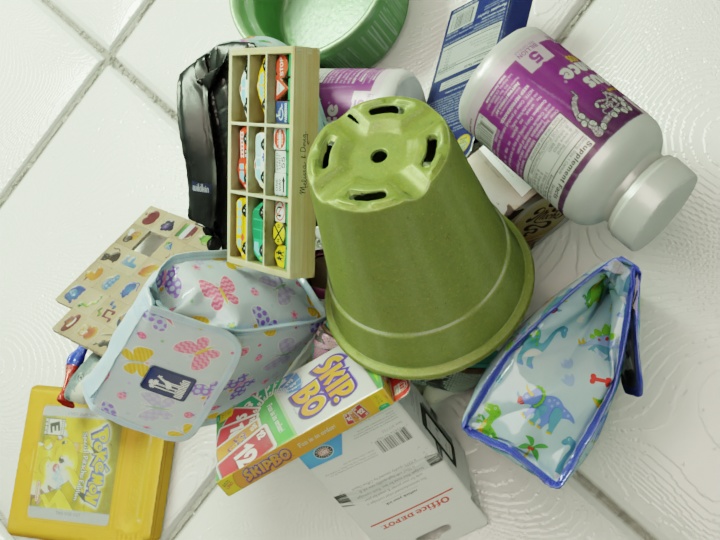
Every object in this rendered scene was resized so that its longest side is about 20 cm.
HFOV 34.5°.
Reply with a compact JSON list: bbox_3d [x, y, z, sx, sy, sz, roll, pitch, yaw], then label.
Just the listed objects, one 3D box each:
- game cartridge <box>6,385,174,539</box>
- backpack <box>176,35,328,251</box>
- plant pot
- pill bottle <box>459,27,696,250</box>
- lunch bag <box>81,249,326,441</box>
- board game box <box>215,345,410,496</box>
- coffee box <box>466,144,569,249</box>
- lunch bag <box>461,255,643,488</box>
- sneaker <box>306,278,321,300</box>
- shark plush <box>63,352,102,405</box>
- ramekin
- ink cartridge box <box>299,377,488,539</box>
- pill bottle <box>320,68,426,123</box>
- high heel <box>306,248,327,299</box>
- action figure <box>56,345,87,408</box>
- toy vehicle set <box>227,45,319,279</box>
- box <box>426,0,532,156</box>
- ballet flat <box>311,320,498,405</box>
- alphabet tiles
[{"bbox_3d":[-0.308,0.226,1.333,0.198,0.032,0.178,0,76,26],"label":"game cartridge"},{"bbox_3d":[-0.103,-0.134,1.172,0.165,0.127,0.202,-17,96,18],"label":"backpack"},{"bbox_3d":[0.037,-0.042,0.995,0.198,0.191,0.202,-10,51,12],"label":"plant pot"},{"bbox_3d":[0.191,-0.113,1.015,0.200,0.112,0.112,43,96,19],"label":"pill bottle"},{"bbox_3d":[-0.158,0.075,1.133,0.170,0.199,0.128,-53,58,32],"label":"lunch bag"},{"bbox_3d":[-0.047,0.125,1.071,0.199,0.030,0.096,-28,31,11],"label":"board game box"},{"bbox_3d":[0.163,-0.084,1.152,0.199,0.113,0.080,-39,65,11],"label":"coffee box"},{"bbox_3d":[0.189,0.084,1.053,0.127,0.170,0.201,29,89,8],"label":"lunch bag"},{"bbox_3d":[-0.133,0.028,1.286,0.198,0.075,0.082,-18,61,19],"label":"sneaker"},{"bbox_3d":[-0.264,0.061,1.304,0.082,0.091,0.202,5,66,16],"label":"shark plush"},{"bbox_3d":[-0.041,-0.314,1.316,0.198,0.098,0.202,-7,73,23],"label":"ramekin"},{"bbox_3d":[0.030,0.186,1.130,0.115,0.201,0.068,-27,31,16],"label":"ink cartridge box"},{"bbox_3d":[-0.036,-0.164,1.265,0.198,0.112,0.114,5,78,26],"label":"pill bottle"},{"bbox_3d":[0.000,0.000,1.152,0.199,0.095,0.068,6,94,57],"label":"high heel"},{"bbox_3d":[-0.305,0.063,1.357,0.065,0.052,0.202,0,66,18],"label":"action figure"},{"bbox_3d":[-0.081,-0.100,1.053,0.124,0.026,0.203,12,102,56],"label":"toy vehicle set"},{"bbox_3d":[0.114,-0.194,1.204,0.121,0.032,0.202,-11,59,60],"label":"box"},{"bbox_3d":[0.045,0.098,1.153,0.069,0.198,0.072,-119,41,-66],"label":"ballet flat"},{"bbox_3d":[-0.250,0.013,1.310,0.166,0.008,0.200,20,57,37],"label":"alphabet tiles"}]
